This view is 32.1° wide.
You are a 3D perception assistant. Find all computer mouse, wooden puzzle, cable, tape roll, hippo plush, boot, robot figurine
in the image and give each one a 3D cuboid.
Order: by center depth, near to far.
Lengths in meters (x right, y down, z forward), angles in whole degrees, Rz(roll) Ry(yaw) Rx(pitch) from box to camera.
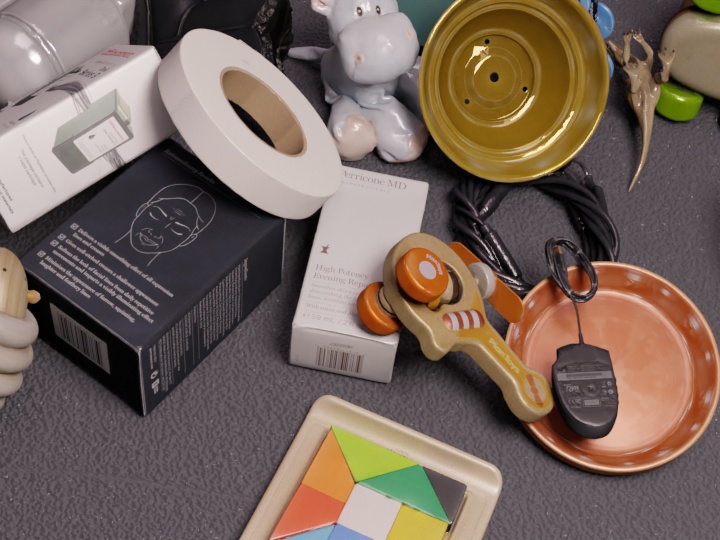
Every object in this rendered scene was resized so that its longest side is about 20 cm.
[{"bbox_3d":[0.007,0.213,1.050,0.184,0.037,0.201,22,54,9],"label":"wooden puzzle"},{"bbox_3d":[0.194,0.060,1.134,0.058,0.034,0.202,0,60,-5],"label":"computer mouse"},{"bbox_3d":[-0.099,-0.137,1.158,0.202,0.037,0.203,38,27,-23],"label":"tape roll"},{"bbox_3d":[0.173,-0.039,1.253,0.162,0.051,0.201,2,53,-5],"label":"cable"},{"bbox_3d":[-0.320,-0.234,1.300,0.169,0.113,0.200,33,56,15],"label":"robot figurine"},{"bbox_3d":[0.026,-0.229,1.309,0.158,0.161,0.201,-11,55,-15],"label":"hippo plush"},{"bbox_3d":[-0.150,-0.275,1.318,0.167,0.076,0.202,-6,73,21],"label":"boot"}]

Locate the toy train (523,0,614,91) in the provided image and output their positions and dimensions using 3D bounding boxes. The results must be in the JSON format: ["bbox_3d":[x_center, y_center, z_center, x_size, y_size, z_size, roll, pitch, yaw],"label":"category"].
[{"bbox_3d":[0.207,-0.259,1.341,0.113,0.201,0.087,15,43,29],"label":"toy train"}]

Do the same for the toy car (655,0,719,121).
[{"bbox_3d":[0.420,-0.276,1.407,0.156,0.165,0.201,17,40,6],"label":"toy car"}]

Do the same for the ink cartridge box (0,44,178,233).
[{"bbox_3d":[-0.276,-0.131,1.185,0.199,0.085,0.146,-34,23,-16],"label":"ink cartridge box"}]

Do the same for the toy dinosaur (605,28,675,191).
[{"bbox_3d":[0.306,-0.191,1.354,0.058,0.101,0.201,-3,55,3],"label":"toy dinosaur"}]

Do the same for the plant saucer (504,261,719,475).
[{"bbox_3d":[0.229,0.090,1.151,0.198,0.032,0.202,0,67,0],"label":"plant saucer"}]

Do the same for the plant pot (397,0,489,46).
[{"bbox_3d":[0.100,-0.367,1.398,0.199,0.162,0.202,10,41,-8],"label":"plant pot"}]

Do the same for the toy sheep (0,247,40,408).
[{"bbox_3d":[-0.347,0.069,1.060,0.137,0.138,0.201,34,97,18],"label":"toy sheep"}]

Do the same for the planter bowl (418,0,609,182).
[{"bbox_3d":[0.146,-0.196,1.282,0.198,0.202,0.083,-4,12,-10],"label":"planter bowl"}]

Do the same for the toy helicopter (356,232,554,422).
[{"bbox_3d":[0.101,0.048,1.111,0.200,0.079,0.132,48,43,-1],"label":"toy helicopter"}]

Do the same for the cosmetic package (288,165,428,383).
[{"bbox_3d":[0.000,0.000,1.189,0.101,0.074,0.201,11,54,1],"label":"cosmetic package"}]

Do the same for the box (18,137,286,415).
[{"bbox_3d":[-0.186,0.001,1.142,0.148,0.107,0.200,33,57,18],"label":"box"}]
